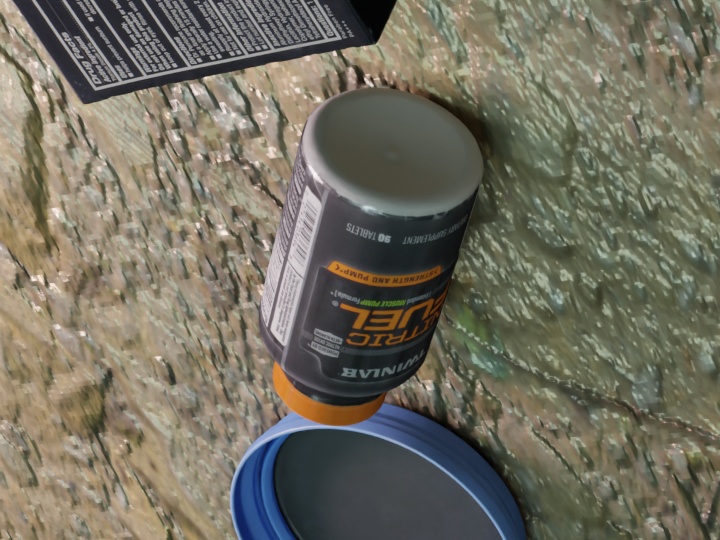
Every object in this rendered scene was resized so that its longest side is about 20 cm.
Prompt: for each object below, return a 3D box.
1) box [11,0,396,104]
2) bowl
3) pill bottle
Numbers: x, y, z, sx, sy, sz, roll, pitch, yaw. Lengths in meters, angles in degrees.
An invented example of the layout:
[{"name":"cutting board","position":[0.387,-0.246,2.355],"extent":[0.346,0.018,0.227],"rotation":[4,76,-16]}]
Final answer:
[{"name":"box","position":[-0.100,-0.212,1.453],"extent":[0.198,0.124,0.200],"rotation":[-9,130,32]},{"name":"bowl","position":[0.015,0.165,1.775],"extent":[0.200,0.039,0.201],"rotation":[15,132,18]},{"name":"pill bottle","position":[0.000,0.000,1.599],"extent":[0.106,0.106,0.201],"rotation":[24,135,9]}]
